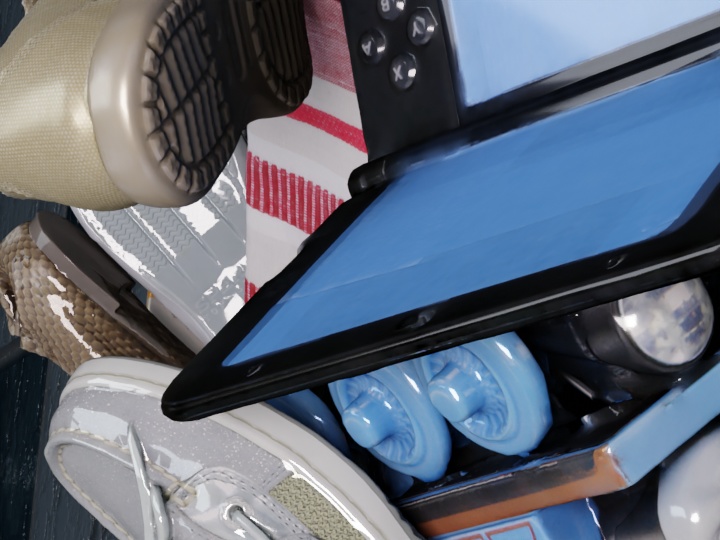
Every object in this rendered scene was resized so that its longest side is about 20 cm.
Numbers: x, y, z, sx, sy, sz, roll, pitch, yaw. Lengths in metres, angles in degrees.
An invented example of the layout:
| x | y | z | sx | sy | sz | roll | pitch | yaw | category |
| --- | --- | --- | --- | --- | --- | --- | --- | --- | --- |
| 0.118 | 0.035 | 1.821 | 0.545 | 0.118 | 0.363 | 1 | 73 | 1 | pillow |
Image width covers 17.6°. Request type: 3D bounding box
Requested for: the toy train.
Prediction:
| x | y | z | sx | sy | sz | roll | pitch | yaw | category |
| --- | --- | --- | --- | --- | --- | --- | --- | --- | --- |
| 0.045 | 0.050 | 0.640 | 0.114 | 0.087 | 0.200 | 56 | 150 | -5 | toy train |

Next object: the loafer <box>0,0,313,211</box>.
| x | y | z | sx | sy | sz | roll | pitch | yaw | category |
| --- | --- | --- | --- | --- | --- | --- | --- | --- | --- |
| -0.061 | -0.069 | 0.679 | 0.200 | 0.068 | 0.076 | -56 | -40 | -70 | loafer |

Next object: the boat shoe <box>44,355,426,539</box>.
| x | y | z | sx | sy | sz | roll | pitch | yaw | category |
| --- | --- | --- | --- | --- | --- | --- | --- | --- | --- |
| -0.013 | 0.099 | 0.626 | 0.065 | 0.202 | 0.075 | -43 | -15 | -29 | boat shoe |

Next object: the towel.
| x | y | z | sx | sy | sz | roll | pitch | yaw | category |
| --- | --- | --- | --- | --- | --- | --- | --- | --- | --- |
| 0.000 | 0.000 | 0.798 | 0.144 | 0.023 | 0.201 | 33 | 130 | 47 | towel |

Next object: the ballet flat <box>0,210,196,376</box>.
| x | y | z | sx | sy | sz | roll | pitch | yaw | category |
| --- | --- | --- | --- | --- | --- | --- | --- | --- | --- |
| -0.071 | 0.061 | 0.913 | 0.046 | 0.200 | 0.067 | -44 | 2 | 11 | ballet flat |

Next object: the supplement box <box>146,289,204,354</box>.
| x | y | z | sx | sy | sz | roll | pitch | yaw | category |
| --- | --- | --- | --- | --- | --- | --- | --- | --- | --- |
| -0.067 | 0.115 | 1.010 | 0.126 | 0.073 | 0.201 | 112 | 161 | -71 | supplement box |

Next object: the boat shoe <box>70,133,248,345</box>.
| x | y | z | sx | sy | sz | roll | pitch | yaw | category |
| --- | --- | --- | --- | --- | --- | --- | --- | --- | --- |
| -0.064 | -0.015 | 0.941 | 0.200 | 0.073 | 0.067 | 58 | -179 | -3 | boat shoe |

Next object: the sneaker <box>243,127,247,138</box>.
| x | y | z | sx | sy | sz | roll | pitch | yaw | category |
| --- | --- | --- | --- | --- | --- | --- | --- | --- | --- |
| -0.050 | -0.129 | 1.032 | 0.094 | 0.070 | 0.200 | -60 | -40 | -29 | sneaker |

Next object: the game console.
| x | y | z | sx | sy | sz | roll | pitch | yaw | category |
| --- | --- | --- | --- | --- | --- | --- | --- | --- | --- |
| 0.038 | -0.068 | 0.568 | 0.200 | 0.116 | 0.177 | -18 | 79 | 44 | game console |
